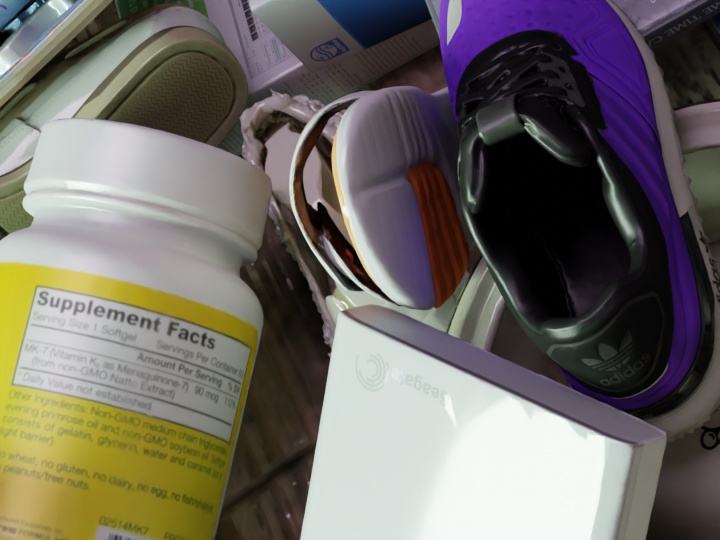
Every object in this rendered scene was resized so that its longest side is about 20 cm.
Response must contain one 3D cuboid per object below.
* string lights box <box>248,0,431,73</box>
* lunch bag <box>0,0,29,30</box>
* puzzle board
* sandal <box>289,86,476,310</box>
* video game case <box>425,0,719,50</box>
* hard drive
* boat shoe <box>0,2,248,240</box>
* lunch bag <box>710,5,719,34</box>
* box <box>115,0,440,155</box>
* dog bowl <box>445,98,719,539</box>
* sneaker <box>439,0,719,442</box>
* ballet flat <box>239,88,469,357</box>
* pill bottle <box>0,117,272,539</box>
[{"bbox_3d":[0.047,-0.172,1.033,0.200,0.059,0.103,-24,56,18],"label":"string lights box"},{"bbox_3d":[-0.181,-0.140,1.111,0.151,0.200,0.094,-44,94,8],"label":"lunch bag"},{"bbox_3d":[-0.180,-0.072,1.096,0.200,0.017,0.151,-42,16,5],"label":"puzzle board"},{"bbox_3d":[0.009,-0.028,0.934,0.059,0.207,0.079,-8,94,15],"label":"sandal"},{"bbox_3d":[0.106,-0.156,0.938,0.200,0.019,0.143,-29,63,19],"label":"video game case"},{"bbox_3d":[0.029,0.127,0.859,0.132,0.026,0.200,23,112,39],"label":"hard drive"},{"bbox_3d":[-0.135,-0.036,1.069,0.200,0.075,0.068,-37,32,3],"label":"boat shoe"},{"bbox_3d":[0.238,-0.123,0.914,0.161,0.082,0.200,32,82,41],"label":"lunch bag"},{"bbox_3d":[-0.017,-0.143,1.118,0.200,0.036,0.145,-27,52,14],"label":"box"},{"bbox_3d":[0.130,0.042,0.888,0.200,0.074,0.201,-15,56,23],"label":"dog bowl"},{"bbox_3d":[0.065,-0.044,0.856,0.069,0.099,0.200,-32,57,18],"label":"sneaker"},{"bbox_3d":[0.000,0.000,1.001,0.072,0.072,0.200,-38,50,6],"label":"ballet flat"},{"bbox_3d":[-0.101,0.050,0.978,0.114,0.114,0.200,5,77,34],"label":"pill bottle"}]
